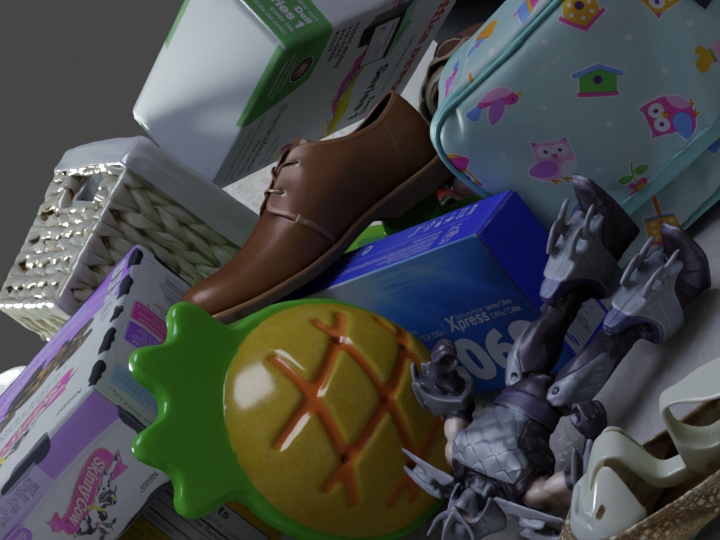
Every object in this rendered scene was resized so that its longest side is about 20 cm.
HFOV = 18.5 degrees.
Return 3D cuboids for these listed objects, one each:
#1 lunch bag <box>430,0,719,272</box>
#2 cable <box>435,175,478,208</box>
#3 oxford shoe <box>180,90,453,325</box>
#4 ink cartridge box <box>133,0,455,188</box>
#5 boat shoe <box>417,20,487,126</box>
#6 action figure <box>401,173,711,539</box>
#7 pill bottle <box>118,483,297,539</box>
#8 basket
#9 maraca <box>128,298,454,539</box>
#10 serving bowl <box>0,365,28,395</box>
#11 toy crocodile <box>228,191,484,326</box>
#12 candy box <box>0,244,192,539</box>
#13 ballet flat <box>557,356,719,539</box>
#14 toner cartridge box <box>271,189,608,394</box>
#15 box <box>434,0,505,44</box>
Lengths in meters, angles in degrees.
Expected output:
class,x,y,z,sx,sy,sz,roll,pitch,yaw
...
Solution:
class,x,y,z,sx,sy,sz,roll,pitch,yaw
lunch bag,0.148,-0.098,1.169,0.200,0.160,0.077,-42,17,32
cable,0.042,-0.055,1.465,0.097,0.050,0.200,-51,12,-13
oxford shoe,-0.037,-0.033,1.279,0.200,0.071,0.071,-40,14,-26
ink cartridge box,-0.035,-0.154,1.453,0.200,0.084,0.145,-30,-20,-43
boat shoe,0.071,-0.112,1.326,0.200,0.071,0.076,-140,54,-71
action figure,0.091,0.057,1.111,0.130,0.069,0.200,25,74,32
pill bottle,-0.090,0.156,1.268,0.200,0.111,0.111,-52,22,-7
basket,-0.119,0.018,1.438,0.135,0.200,0.124,-3,56,61
maraca,-0.032,0.079,1.173,0.107,0.199,0.138,-35,55,51
serving bowl,-0.285,0.171,1.671,0.200,0.066,0.200,-41,23,22
toy crocodile,0.000,0.000,1.349,0.199,0.068,0.062,-15,46,6
candy box,-0.164,0.099,1.266,0.168,0.071,0.200,-46,15,18
ballet flat,0.145,0.084,1.000,0.200,0.065,0.071,-40,24,23
toner cartridge box,0.040,0.026,1.244,0.200,0.095,0.043,-21,22,51
box,0.129,-0.270,1.543,0.182,0.104,0.201,-21,35,48
